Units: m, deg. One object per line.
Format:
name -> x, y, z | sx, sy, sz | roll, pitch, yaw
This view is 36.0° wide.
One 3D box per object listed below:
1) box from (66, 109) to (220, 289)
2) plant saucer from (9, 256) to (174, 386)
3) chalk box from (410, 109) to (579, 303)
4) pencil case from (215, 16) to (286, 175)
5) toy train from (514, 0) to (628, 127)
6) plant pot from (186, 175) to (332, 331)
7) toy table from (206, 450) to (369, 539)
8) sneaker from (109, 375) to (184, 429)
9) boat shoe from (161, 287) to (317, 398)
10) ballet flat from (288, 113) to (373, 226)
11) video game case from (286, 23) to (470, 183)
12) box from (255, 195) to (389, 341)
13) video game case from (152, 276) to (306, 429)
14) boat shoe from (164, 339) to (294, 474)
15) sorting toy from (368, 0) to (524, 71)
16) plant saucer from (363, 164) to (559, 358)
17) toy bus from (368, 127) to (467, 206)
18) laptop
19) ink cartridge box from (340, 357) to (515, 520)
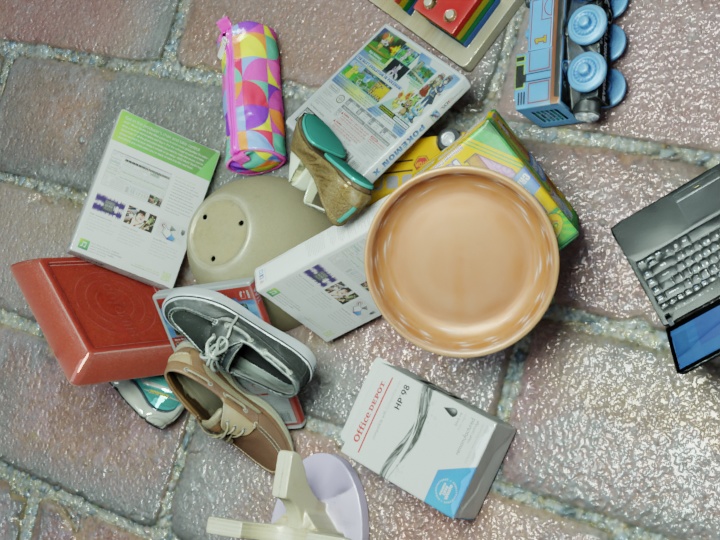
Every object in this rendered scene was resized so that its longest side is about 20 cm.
box -> -0.281, -0.091, 1.449 | 0.036, 0.144, 0.201 | -12, 58, 65
plant saucer -> -0.315, 0.050, 1.412 | 0.037, 0.199, 0.200 | -53, 59, 31
chalk box -> 0.158, -0.056, 1.205 | 0.124, 0.124, 0.200 | -39, 95, 15
pencil case -> -0.146, -0.227, 1.453 | 0.088, 0.088, 0.201 | -16, 72, 24
toy train -> 0.236, -0.261, 1.254 | 0.114, 0.087, 0.201 | -3, 77, 34
plant pot -> -0.138, -0.033, 1.373 | 0.199, 0.134, 0.201 | -7, 74, 27
toy table -> -0.070, 0.308, 1.268 | 0.183, 0.117, 0.201 | -10, 73, 26
sneaker -> -0.299, 0.127, 1.472 | 0.200, 0.078, 0.080 | 40, 79, 25
boat shoe -> -0.151, 0.089, 1.286 | 0.199, 0.068, 0.074 | 31, 124, 5
ballet flat -> -0.044, -0.109, 1.252 | 0.072, 0.068, 0.200 | -55, 36, 16
video game case -> 0.016, -0.199, 1.337 | 0.182, 0.022, 0.200 | -44, 40, 1
box -> 0.000, 0.000, 1.276 | 0.199, 0.144, 0.036 | -27, 50, 21
video game case -> -0.159, 0.108, 1.352 | 0.142, 0.017, 0.201 | -8, 113, 27
boat shoe -> -0.163, 0.175, 1.333 | 0.200, 0.072, 0.076 | 46, 123, -4
sorting toy -> 0.113, -0.383, 1.356 | 0.199, 0.070, 0.200 | 42, 100, 29
plant saucer -> 0.104, -0.011, 1.141 | 0.199, 0.037, 0.201 | 2, 104, 9
toy bus -> 0.055, -0.116, 1.327 | 0.199, 0.065, 0.079 | -4, 76, 28
laptop -> 0.361, -0.016, 1.117 | 0.177, 0.103, 0.201 | -31, 66, 18
ink cartridge box -> 0.059, 0.183, 1.254 | 0.199, 0.067, 0.116 | 25, 92, 30
